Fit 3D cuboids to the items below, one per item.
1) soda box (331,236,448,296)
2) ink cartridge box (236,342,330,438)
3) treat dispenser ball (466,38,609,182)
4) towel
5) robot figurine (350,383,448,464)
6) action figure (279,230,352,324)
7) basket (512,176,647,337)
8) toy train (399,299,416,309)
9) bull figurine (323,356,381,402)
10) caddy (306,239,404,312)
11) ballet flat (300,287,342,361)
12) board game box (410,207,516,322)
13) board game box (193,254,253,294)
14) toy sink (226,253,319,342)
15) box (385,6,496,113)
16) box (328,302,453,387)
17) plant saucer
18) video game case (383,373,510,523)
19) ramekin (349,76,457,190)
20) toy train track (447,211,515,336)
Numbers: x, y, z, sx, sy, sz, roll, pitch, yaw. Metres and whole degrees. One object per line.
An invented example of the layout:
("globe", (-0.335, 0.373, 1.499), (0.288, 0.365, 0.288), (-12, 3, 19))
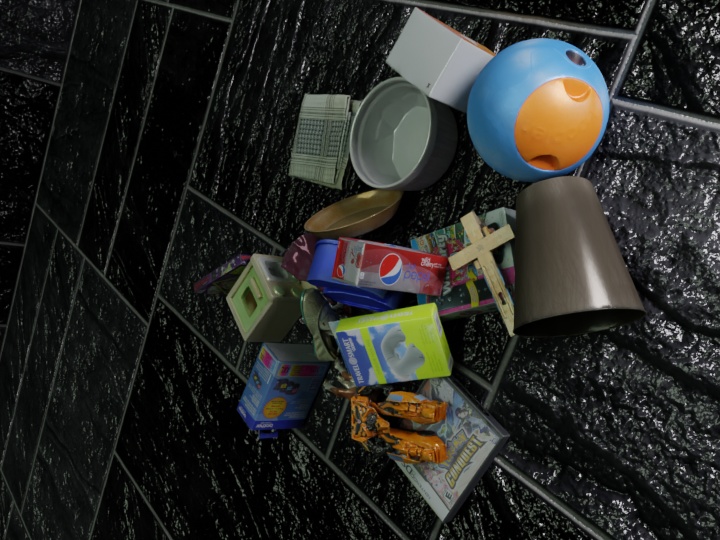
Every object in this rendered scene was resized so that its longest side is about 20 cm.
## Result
("soda box", (0.051, -0.005, 1.051), (0.063, 0.199, 0.071), (15, 95, 46))
("ink cartridge box", (-0.166, 0.255, 1.374), (0.076, 0.136, 0.201), (42, 114, 43))
("treat dispenser ball", (0.255, -0.231, 0.959), (0.200, 0.200, 0.203), (-7, 80, 45))
("towel", (-0.081, -0.283, 1.426), (0.199, 0.034, 0.194), (19, 99, 44))
("robot figurine", (0.058, 0.266, 1.149), (0.199, 0.058, 0.146), (2, 94, 37))
("action figure", (-0.072, 0.017, 1.353), (0.200, 0.148, 0.134), (51, 133, 14))
("basket", (0.295, -0.020, 0.943), (0.179, 0.136, 0.202), (-8, 70, 12))
("toy train", (0.037, 0.116, 1.257), (0.200, 0.034, 0.046), (-42, 61, 35))
("bull figurine", (0.015, 0.174, 1.227), (0.121, 0.065, 0.201), (27, 116, 4))
("caddy", (0.000, 0.000, 1.200), (0.199, 0.141, 0.106), (10, 70, 30))
("ballet flat", (-0.066, 0.107, 1.281), (0.062, 0.201, 0.068), (11, 51, 19))
("board game box", (0.184, -0.003, 1.102), (0.199, 0.064, 0.149), (-19, 72, 44))
("board game box", (-0.287, 0.013, 1.539), (0.199, 0.119, 0.033), (-26, 64, 40))
("toy sink", (-0.192, 0.044, 1.443), (0.200, 0.112, 0.131), (-51, 53, 29))
("box", (0.161, -0.323, 1.066), (0.125, 0.199, 0.098), (49, 119, 36))
("box", (0.048, 0.132, 1.132), (0.198, 0.048, 0.123), (-11, 114, 20))
("plant saucer", (-0.008, -0.102, 1.244), (0.199, 0.200, 0.036), (0, 118, 45))
("video game case", (0.140, 0.295, 1.136), (0.181, 0.025, 0.201), (46, 117, 39))
("ramekin", (0.084, -0.240, 1.203), (0.199, 0.105, 0.202), (-7, 80, 44))
("toy train track", (0.207, 0.004, 1.017), (0.114, 0.032, 0.201), (-30, 71, 31))
